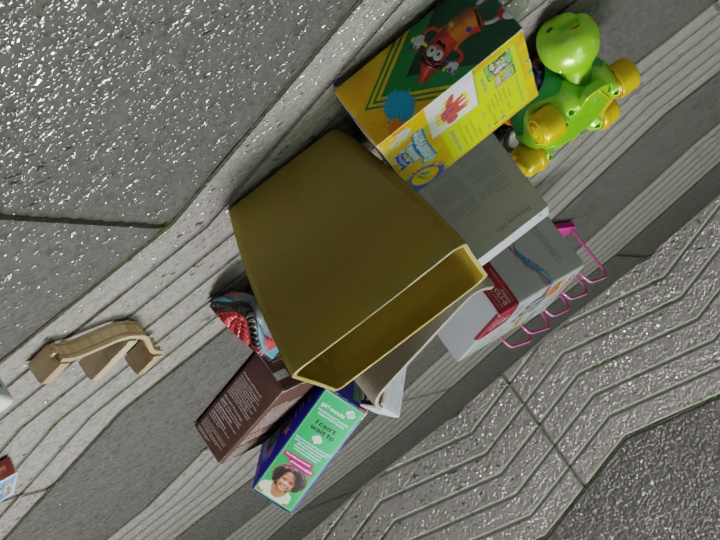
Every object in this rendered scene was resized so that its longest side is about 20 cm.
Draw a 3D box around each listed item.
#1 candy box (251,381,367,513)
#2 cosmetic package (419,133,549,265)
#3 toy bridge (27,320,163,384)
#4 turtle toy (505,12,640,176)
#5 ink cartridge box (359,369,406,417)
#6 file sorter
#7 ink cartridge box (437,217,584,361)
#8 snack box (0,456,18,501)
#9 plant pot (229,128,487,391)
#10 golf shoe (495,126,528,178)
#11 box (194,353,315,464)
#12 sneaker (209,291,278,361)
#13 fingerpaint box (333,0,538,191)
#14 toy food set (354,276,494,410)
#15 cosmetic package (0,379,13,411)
[{"bbox_3d":[-0.068,0.218,1.931,0.201,0.077,0.169,-56,-169,21],"label":"candy box"},{"bbox_3d":[0.083,-0.064,1.462,0.199,0.151,0.052,-37,166,3],"label":"cosmetic package"},{"bbox_3d":[-0.255,0.080,1.359,0.067,0.027,0.200,-43,165,15],"label":"toy bridge"},{"bbox_3d":[0.219,-0.200,1.457,0.145,0.101,0.200,-32,165,-18],"label":"turtle toy"},{"bbox_3d":[0.037,0.092,1.821,0.040,0.202,0.200,7,170,9],"label":"ink cartridge box"},{"bbox_3d":[0.315,0.028,2.365,0.200,0.126,0.139,-43,165,24],"label":"file sorter"},{"bbox_3d":[0.198,0.008,1.980,0.199,0.145,0.146,-27,163,-36],"label":"ink cartridge box"},{"bbox_3d":[-0.466,0.271,1.461,0.199,0.024,0.072,-29,163,-30],"label":"snack box"},{"bbox_3d":[-0.014,-0.018,1.319,0.199,0.177,0.200,-37,165,4],"label":"plant pot"},{"bbox_3d":[0.186,-0.121,1.650,0.199,0.095,0.078,-38,165,-1],"label":"golf shoe"},{"bbox_3d":[-0.138,0.177,1.862,0.100,0.075,0.200,-21,160,-47],"label":"box"},{"bbox_3d":[-0.109,0.037,1.521,0.096,0.079,0.200,-49,173,-5],"label":"sneaker"},{"bbox_3d":[0.076,-0.169,1.270,0.166,0.074,0.200,-39,166,4],"label":"fingerpaint box"},{"bbox_3d":[0.042,0.040,1.537,0.200,0.144,0.060,-48,152,14],"label":"toy food set"},{"bbox_3d":[-0.375,0.088,0.898,0.199,0.124,0.199,-35,166,-1],"label":"cosmetic package"}]
